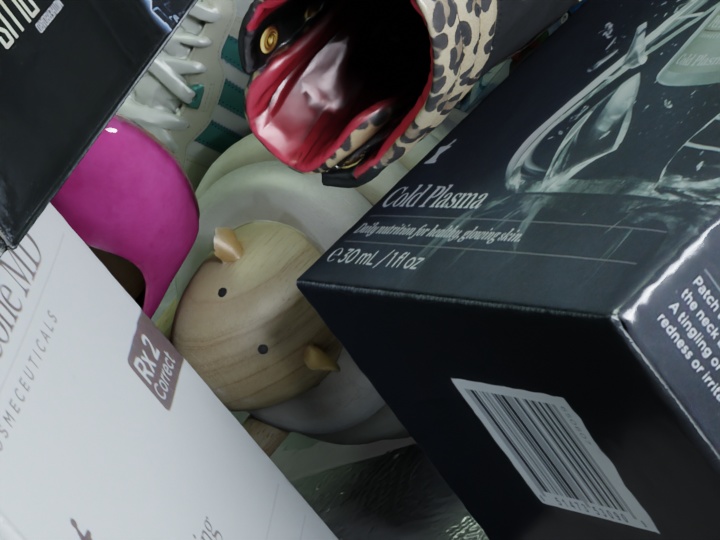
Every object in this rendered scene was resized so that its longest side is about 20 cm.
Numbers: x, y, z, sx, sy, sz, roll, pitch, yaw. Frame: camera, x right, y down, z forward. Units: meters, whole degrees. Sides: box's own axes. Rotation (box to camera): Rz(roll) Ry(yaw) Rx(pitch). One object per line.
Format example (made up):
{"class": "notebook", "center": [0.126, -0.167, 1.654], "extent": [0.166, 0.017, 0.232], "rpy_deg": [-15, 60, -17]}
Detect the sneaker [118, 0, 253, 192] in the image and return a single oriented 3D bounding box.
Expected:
{"class": "sneaker", "center": [-0.064, -0.067, 0.947], "extent": [0.093, 0.070, 0.200], "rpy_deg": [-49, -14, -35]}

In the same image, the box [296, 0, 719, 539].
{"class": "box", "center": [0.119, -0.013, 0.752], "extent": [0.197, 0.124, 0.200], "rpy_deg": [-43, 18, -18]}

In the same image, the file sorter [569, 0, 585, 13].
{"class": "file sorter", "center": [0.159, -0.150, 0.895], "extent": [0.199, 0.139, 0.123], "rpy_deg": [-2, 51, 50]}

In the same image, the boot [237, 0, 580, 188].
{"class": "boot", "center": [0.018, -0.083, 0.826], "extent": [0.151, 0.073, 0.200], "rpy_deg": [-42, 7, -36]}

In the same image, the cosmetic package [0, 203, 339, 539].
{"class": "cosmetic package", "center": [-0.122, 0.109, 0.799], "extent": [0.165, 0.200, 0.165], "rpy_deg": [-33, 19, 18]}

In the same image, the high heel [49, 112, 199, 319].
{"class": "high heel", "center": [-0.102, 0.019, 0.881], "extent": [0.200, 0.067, 0.097], "rpy_deg": [102, -169, -65]}

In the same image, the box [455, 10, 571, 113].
{"class": "box", "center": [0.066, -0.111, 1.097], "extent": [0.200, 0.040, 0.138], "rpy_deg": [-35, 36, 46]}

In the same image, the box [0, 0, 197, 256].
{"class": "box", "center": [-0.163, -0.046, 0.783], "extent": [0.199, 0.086, 0.164], "rpy_deg": [-25, 22, 32]}

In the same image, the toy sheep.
{"class": "toy sheep", "center": [0.000, 0.000, 0.946], "extent": [0.137, 0.138, 0.200], "rpy_deg": [-25, 6, 38]}
